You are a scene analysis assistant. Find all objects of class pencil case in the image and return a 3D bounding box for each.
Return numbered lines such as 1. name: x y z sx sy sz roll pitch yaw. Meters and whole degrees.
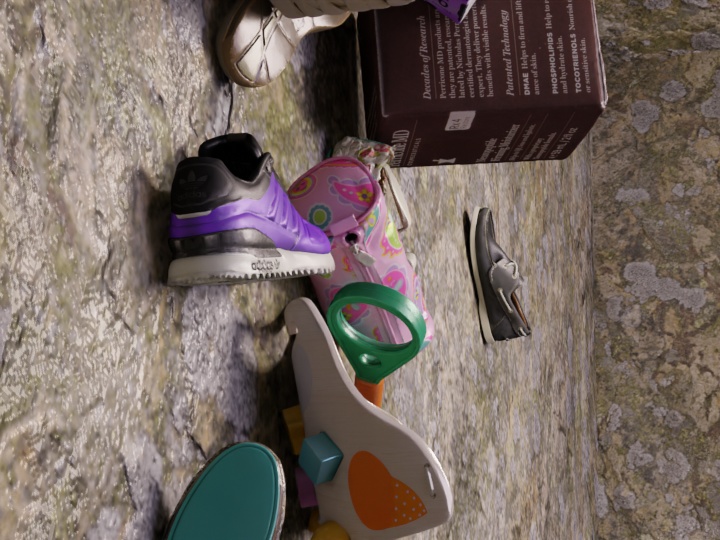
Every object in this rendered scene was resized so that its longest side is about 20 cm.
1. pencil case: 0.000 0.000 1.057 0.200 0.087 0.088 68 23 -48

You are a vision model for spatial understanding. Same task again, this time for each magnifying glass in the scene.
1. magnifying glass: 0.010 0.074 1.066 0.200 0.079 0.022 96 15 -53

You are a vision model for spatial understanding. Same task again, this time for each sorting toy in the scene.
1. sorting toy: -0.016 0.106 0.967 0.200 0.107 0.180 126 -56 -86

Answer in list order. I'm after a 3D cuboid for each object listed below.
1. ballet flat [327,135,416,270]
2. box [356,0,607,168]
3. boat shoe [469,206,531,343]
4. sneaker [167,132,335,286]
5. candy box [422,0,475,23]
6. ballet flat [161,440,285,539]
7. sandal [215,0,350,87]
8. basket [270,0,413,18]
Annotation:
1. ballet flat: 0.016 -0.025 1.166 0.076 0.064 0.200 -62 144 -65
2. box: 0.105 -0.197 1.195 0.166 0.200 0.165 106 -20 -78
3. boat shoe: 0.189 0.003 1.755 0.072 0.067 0.200 -59 139 -62
4. sneaker: -0.070 -0.042 0.862 0.200 0.069 0.100 -4 87 -74
5. candy box: 0.043 -0.306 1.026 0.072 0.168 0.200 -56 177 -14
6. ballet flat: -0.091 0.199 0.749 0.075 0.068 0.200 100 3 -55
7. sandal: -0.064 -0.202 0.978 0.200 0.054 0.080 -55 133 -45
8. basket: -0.037 -0.275 0.859 0.200 0.135 0.124 46 55 -44
